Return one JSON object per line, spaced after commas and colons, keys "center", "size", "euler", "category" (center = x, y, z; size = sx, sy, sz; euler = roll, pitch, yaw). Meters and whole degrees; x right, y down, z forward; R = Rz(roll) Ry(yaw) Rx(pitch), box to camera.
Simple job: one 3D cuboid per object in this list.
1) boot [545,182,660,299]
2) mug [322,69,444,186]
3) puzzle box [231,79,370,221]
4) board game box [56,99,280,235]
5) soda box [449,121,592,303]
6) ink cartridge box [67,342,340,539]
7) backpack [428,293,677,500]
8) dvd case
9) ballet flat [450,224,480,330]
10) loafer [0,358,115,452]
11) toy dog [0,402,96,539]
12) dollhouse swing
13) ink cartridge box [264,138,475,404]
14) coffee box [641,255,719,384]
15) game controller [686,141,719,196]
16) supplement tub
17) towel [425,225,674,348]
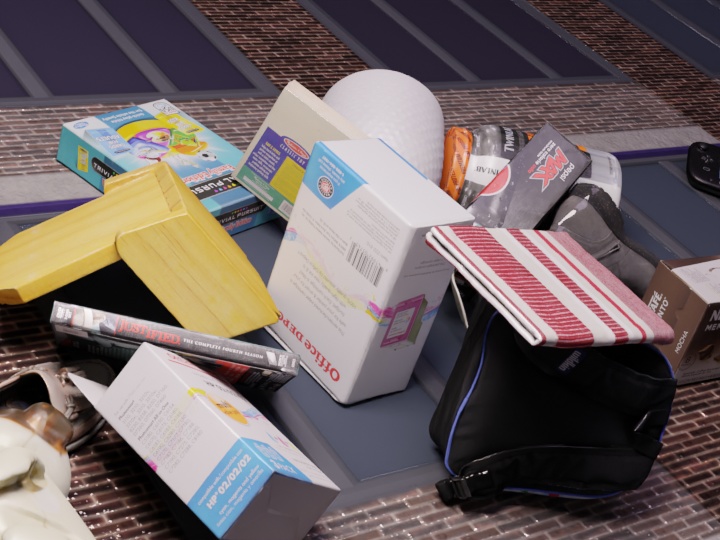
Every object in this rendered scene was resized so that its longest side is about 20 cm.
{"center": [0.255, 0.015, 1.433], "size": [0.200, 0.070, 0.132], "euler": [46, 68, -20], "category": "boot"}
{"center": [-0.007, -0.120, 1.443], "size": [0.200, 0.148, 0.175], "euler": [15, 39, -7], "category": "mug"}
{"center": [-0.024, -0.085, 1.344], "size": [0.200, 0.133, 0.025], "euler": [39, 39, 1], "category": "puzzle box"}
{"center": [-0.201, -0.107, 1.417], "size": [0.200, 0.047, 0.151], "euler": [34, 35, 25], "category": "board game box"}
{"center": [0.158, -0.063, 1.412], "size": [0.071, 0.063, 0.200], "euler": [41, 68, 4], "category": "soda box"}
{"center": [-0.124, 0.126, 1.026], "size": [0.200, 0.068, 0.115], "euler": [39, 2, 29], "category": "ink cartridge box"}
{"center": [0.171, 0.110, 1.159], "size": [0.190, 0.200, 0.154], "euler": [17, 18, -8], "category": "backpack"}
{"center": [-0.157, 0.067, 1.106], "size": [0.200, 0.022, 0.146], "euler": [12, -12, -8], "category": "dvd case"}
{"center": [0.143, 0.049, 1.313], "size": [0.072, 0.068, 0.200], "euler": [-36, 88, -8], "category": "ballet flat"}
{"center": [-0.260, 0.110, 1.032], "size": [0.072, 0.063, 0.200], "euler": [32, 34, 20], "category": "loafer"}
{"center": [-0.232, 0.172, 0.885], "size": [0.194, 0.140, 0.200], "euler": [14, 29, -33], "category": "toy dog"}
{"center": [-0.203, 0.011, 1.189], "size": [0.182, 0.176, 0.200], "euler": [51, -1, -23], "category": "dollhouse swing"}
{"center": [0.000, 0.000, 1.211], "size": [0.085, 0.200, 0.145], "euler": [-8, 40, -42], "category": "ink cartridge box"}
{"center": [0.396, 0.048, 1.420], "size": [0.200, 0.113, 0.080], "euler": [-5, 38, -34], "category": "coffee box"}
{"center": [0.547, -0.120, 1.827], "size": [0.200, 0.042, 0.104], "euler": [19, 31, 3], "category": "game controller"}
{"center": [0.191, -0.098, 1.532], "size": [0.200, 0.123, 0.123], "euler": [12, 32, -10], "category": "supplement tub"}
{"center": [0.156, 0.015, 1.075], "size": [0.200, 0.023, 0.144], "euler": [2, 36, -48], "category": "towel"}
